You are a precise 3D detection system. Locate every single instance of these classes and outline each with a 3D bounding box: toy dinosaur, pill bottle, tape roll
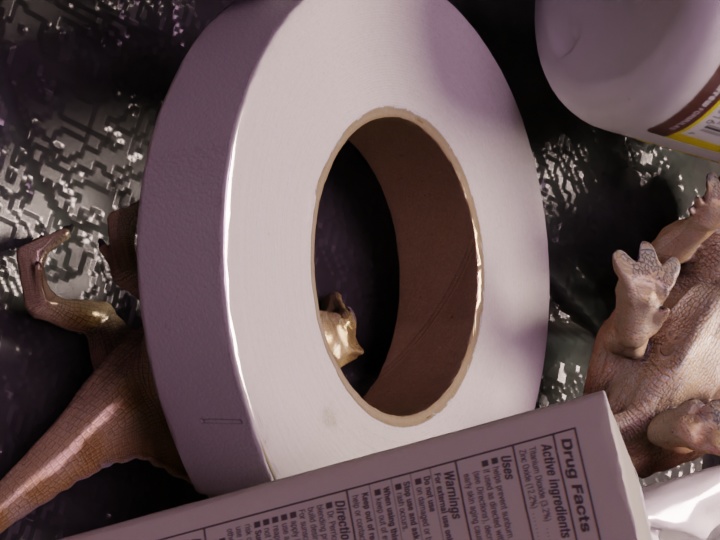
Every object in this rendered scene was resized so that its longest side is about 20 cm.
[{"bbox_3d":[0.121,0.032,0.873,0.200,0.136,0.086,-41,83,-25],"label":"toy dinosaur"},{"bbox_3d":[-0.068,0.029,0.765,0.200,0.058,0.101,-29,99,-37],"label":"toy dinosaur"},{"bbox_3d":[0.170,-0.085,0.853,0.199,0.109,0.110,13,73,-33],"label":"pill bottle"},{"bbox_3d":[0.000,0.000,0.789,0.202,0.037,0.204,5,84,-56],"label":"tape roll"}]

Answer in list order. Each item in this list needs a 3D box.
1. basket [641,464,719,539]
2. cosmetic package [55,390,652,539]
[{"bbox_3d":[0.122,0.172,0.837,0.135,0.123,0.201,-12,87,-38],"label":"basket"},{"bbox_3d":[-0.007,0.118,0.691,0.073,0.199,0.104,62,15,-58],"label":"cosmetic package"}]
